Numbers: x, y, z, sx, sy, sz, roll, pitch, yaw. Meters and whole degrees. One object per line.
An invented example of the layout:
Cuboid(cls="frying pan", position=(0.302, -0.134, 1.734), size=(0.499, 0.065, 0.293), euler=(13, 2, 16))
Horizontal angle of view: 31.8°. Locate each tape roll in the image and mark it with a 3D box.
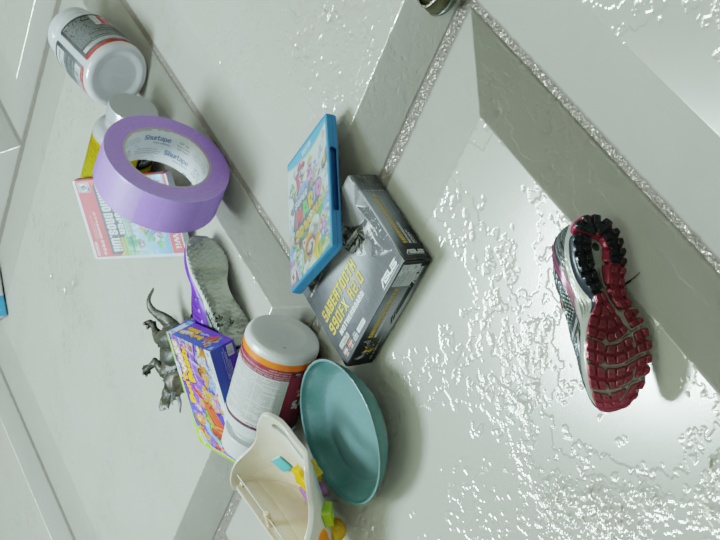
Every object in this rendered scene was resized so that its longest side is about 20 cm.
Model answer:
Cuboid(cls="tape roll", position=(-0.302, -0.148, 1.922), size=(0.201, 0.198, 0.066), euler=(57, 135, 32))

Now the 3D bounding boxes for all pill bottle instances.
Cuboid(cls="pill bottle", position=(-0.133, 0.173, 1.808), size=(0.110, 0.109, 0.202), euler=(45, 129, 41))
Cuboid(cls="pill bottle", position=(-0.459, -0.374, 2.178), size=(0.200, 0.115, 0.117), euler=(43, 127, 42))
Cuboid(cls="pill bottle", position=(-0.406, -0.191, 2.131), size=(0.113, 0.112, 0.201), euler=(53, 134, 36))

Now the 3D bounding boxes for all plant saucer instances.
Cuboid(cls="plant saucer", position=(-0.016, 0.213, 1.696), size=(0.199, 0.036, 0.202), euler=(31, 128, 51))

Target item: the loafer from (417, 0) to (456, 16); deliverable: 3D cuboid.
Cuboid(cls="loafer", position=(0.070, -0.399, 1.492), size=(0.075, 0.069, 0.203), euler=(-15, 82, 53))

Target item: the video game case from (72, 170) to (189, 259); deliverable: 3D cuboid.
Cuboid(cls="video game case", position=(-0.377, -0.089, 2.085), size=(0.198, 0.017, 0.145), euler=(-2, 112, 29))

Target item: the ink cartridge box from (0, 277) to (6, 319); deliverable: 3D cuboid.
Cuboid(cls="ink cartridge box", position=(-0.884, 0.023, 2.782), size=(0.146, 0.145, 0.202), euler=(-24, 75, 53))

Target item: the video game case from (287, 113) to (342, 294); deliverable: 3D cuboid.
Cuboid(cls="video game case", position=(-0.064, -0.089, 1.697), size=(0.143, 0.018, 0.202), euler=(133, 140, -53))

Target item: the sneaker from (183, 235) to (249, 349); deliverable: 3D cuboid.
Cuboid(cls="sneaker", position=(-0.242, 0.047, 1.974), size=(0.100, 0.069, 0.202), euler=(-46, 57, 48))

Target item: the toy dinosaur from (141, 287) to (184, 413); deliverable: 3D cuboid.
Cuboid(cls="toy dinosaur", position=(-0.314, 0.130, 2.097), size=(0.102, 0.077, 0.203), euler=(2, 91, 41))

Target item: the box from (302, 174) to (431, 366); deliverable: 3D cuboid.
Cuboid(cls="box", position=(0.000, 0.000, 1.656), size=(0.159, 0.048, 0.201), euler=(57, 136, 31))

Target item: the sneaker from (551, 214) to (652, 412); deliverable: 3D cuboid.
Cuboid(cls="sneaker", position=(0.247, 0.047, 1.311), size=(0.075, 0.080, 0.202), euler=(144, 123, -65))

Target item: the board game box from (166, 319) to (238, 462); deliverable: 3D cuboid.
Cuboid(cls="board game box", position=(-0.221, 0.187, 1.932), size=(0.134, 0.045, 0.202), euler=(17, 127, 52))

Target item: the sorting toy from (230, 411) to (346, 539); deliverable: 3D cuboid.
Cuboid(cls="sorting toy", position=(-0.094, 0.288, 1.726), size=(0.200, 0.106, 0.181), euler=(46, 150, 40))
